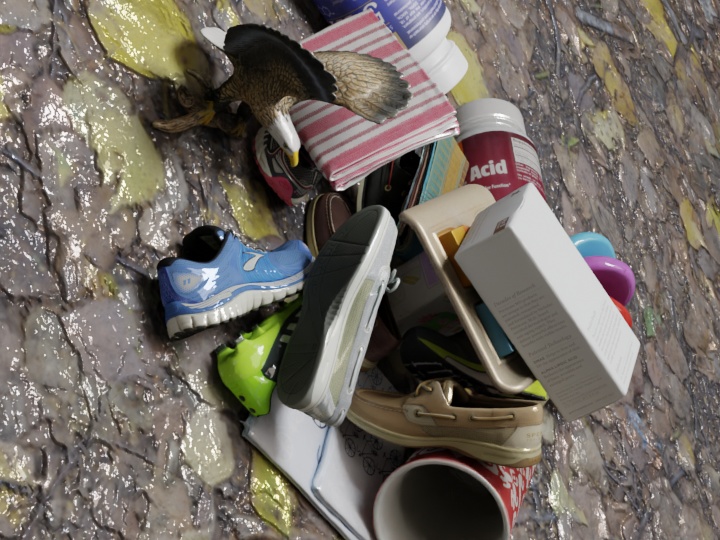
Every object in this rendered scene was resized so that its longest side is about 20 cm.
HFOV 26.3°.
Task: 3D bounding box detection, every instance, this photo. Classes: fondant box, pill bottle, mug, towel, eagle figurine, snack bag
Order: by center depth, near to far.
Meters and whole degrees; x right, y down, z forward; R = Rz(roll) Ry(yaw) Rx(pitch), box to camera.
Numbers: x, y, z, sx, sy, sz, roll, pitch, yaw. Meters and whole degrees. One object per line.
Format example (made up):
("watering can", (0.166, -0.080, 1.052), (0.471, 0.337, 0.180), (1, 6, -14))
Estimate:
("eagle figurine", (-0.070, -0.173, 1.442), (0.151, 0.199, 0.152), (51, 38, -22))
("snack bag", (-0.025, 0.145, 1.492), (0.200, 0.021, 0.189), (49, 39, -27))
("towel", (-0.007, -0.172, 1.534), (0.200, 0.146, 0.030), (55, -14, 38))
("mug", (0.094, 0.227, 1.538), (0.133, 0.178, 0.200), (33, 24, 6))
("fondant box", (0.113, 0.036, 1.626), (0.199, 0.144, 0.059), (18, 47, -49))
("towel", (0.076, -0.070, 1.636), (0.200, 0.022, 0.148), (37, 69, -75))
("pill bottle", (0.030, -0.283, 1.714), (0.200, 0.119, 0.120), (52, 37, -22))
("pill bottle", (0.155, -0.093, 1.781), (0.114, 0.114, 0.201), (33, 39, -41))

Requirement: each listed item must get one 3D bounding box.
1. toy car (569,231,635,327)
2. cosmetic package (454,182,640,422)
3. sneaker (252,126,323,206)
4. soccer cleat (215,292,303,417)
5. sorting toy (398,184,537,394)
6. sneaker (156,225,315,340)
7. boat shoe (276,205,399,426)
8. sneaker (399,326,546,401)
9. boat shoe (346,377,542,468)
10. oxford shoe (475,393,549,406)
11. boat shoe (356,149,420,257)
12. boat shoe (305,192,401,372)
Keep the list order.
("toy car", (0.253, 0.037, 1.823), (0.175, 0.149, 0.201), (41, 43, -34))
("cosmetic package", (0.178, 0.030, 1.449), (0.201, 0.074, 0.102), (54, 30, -12))
("sneaker", (-0.046, -0.143, 1.572), (0.081, 0.074, 0.200), (53, 38, -22))
("soccer cleat", (-0.051, 0.063, 1.440), (0.200, 0.067, 0.081), (-37, 98, -37))
("sorting toy", (0.132, 0.009, 1.494), (0.201, 0.036, 0.185), (59, 29, 3))
("sneaker", (-0.111, -0.005, 1.404), (0.200, 0.078, 0.090), (-22, 93, -56))
("boat shoe", (-0.012, 0.039, 1.393), (0.065, 0.074, 0.203), (32, 68, -35))
("sneaker", (0.115, 0.079, 1.560), (0.199, 0.074, 0.082), (19, 72, -44))
("boat shoe", (0.079, 0.131, 1.454), (0.071, 0.199, 0.065), (-25, 122, -63))
("oxford shoe", (0.199, 0.092, 1.725), (0.075, 0.070, 0.201), (31, 88, -31))
("boat shoe", (0.033, -0.103, 1.603), (0.074, 0.063, 0.203), (-50, 146, -66))
("boat shoe", (0.000, 0.000, 1.545), (0.072, 0.072, 0.201), (24, 43, -43))
